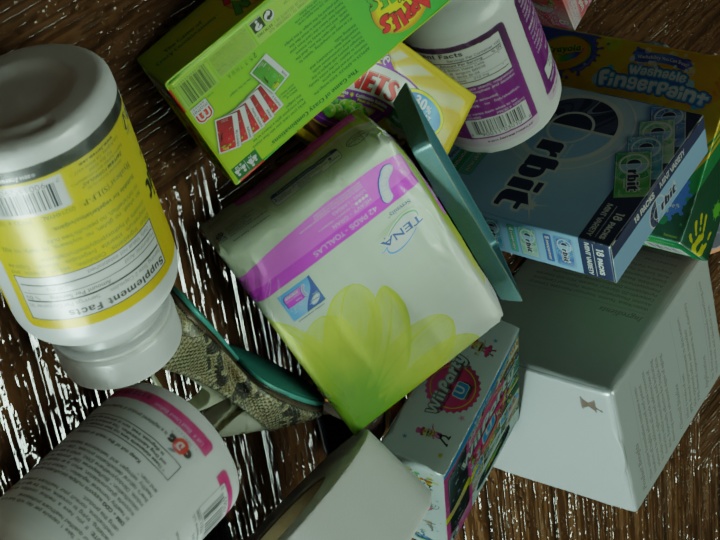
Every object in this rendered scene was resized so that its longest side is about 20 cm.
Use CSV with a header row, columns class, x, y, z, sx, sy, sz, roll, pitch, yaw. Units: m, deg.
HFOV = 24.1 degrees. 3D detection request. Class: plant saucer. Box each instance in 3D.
class,x,y,z,sx,sy,sz,roll,pitch,yaw
plant saucer,0.073,-0.053,1.268,0.019,0.070,0.200,-27,136,9

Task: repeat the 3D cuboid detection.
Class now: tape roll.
class,x,y,z,sx,sy,sz,roll,pitch,yaw
tape roll,-0.038,0.215,1.253,0.203,0.071,0.202,-46,-177,3

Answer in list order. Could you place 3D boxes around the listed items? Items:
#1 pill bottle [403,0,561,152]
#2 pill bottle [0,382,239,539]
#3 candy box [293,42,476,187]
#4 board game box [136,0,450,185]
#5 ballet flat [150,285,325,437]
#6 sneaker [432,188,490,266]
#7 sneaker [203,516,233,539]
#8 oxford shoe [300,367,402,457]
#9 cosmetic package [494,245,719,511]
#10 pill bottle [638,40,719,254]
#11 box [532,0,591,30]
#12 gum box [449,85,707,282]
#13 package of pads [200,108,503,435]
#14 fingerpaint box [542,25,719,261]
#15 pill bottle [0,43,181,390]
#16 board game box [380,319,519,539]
class,x,y,z,sx,sy,sz,roll,pitch,yaw
pill bottle,0.082,-0.195,1.328,0.113,0.112,0.200,-58,144,-23
pill bottle,-0.180,0.174,1.092,0.200,0.113,0.114,-44,137,-37
candy box,-0.006,-0.132,1.238,0.199,0.026,0.103,30,83,-37
board game box,-0.043,-0.164,1.140,0.200,0.048,0.102,-41,134,-7
ballet flat,-0.104,0.080,1.222,0.075,0.068,0.200,-49,140,1
sneaker,0.023,-0.067,1.340,0.074,0.079,0.201,-44,124,-11
sneaker,-0.152,0.214,1.200,0.200,0.082,0.072,-54,130,-68
oxford shoe,-0.015,0.075,1.337,0.073,0.071,0.201,-44,137,-31
cosmetic package,0.225,0.085,1.605,0.200,0.165,0.168,-50,139,-33
pill bottle,0.290,-0.110,1.578,0.105,0.201,0.107,-17,146,-11
box,0.125,-0.299,1.356,0.095,0.102,0.200,-59,143,-21
gum box,0.164,-0.083,1.415,0.170,0.199,0.045,-50,140,-32
package of pads,0.000,0.000,1.238,0.154,0.068,0.201,-37,122,-4
fingerpaint box,0.233,-0.116,1.502,0.073,0.199,0.168,24,84,-56
pill bottle,-0.174,-0.026,1.021,0.111,0.111,0.201,-48,139,-34
board game box,0.079,0.140,1.455,0.148,0.064,0.200,-60,162,-22
